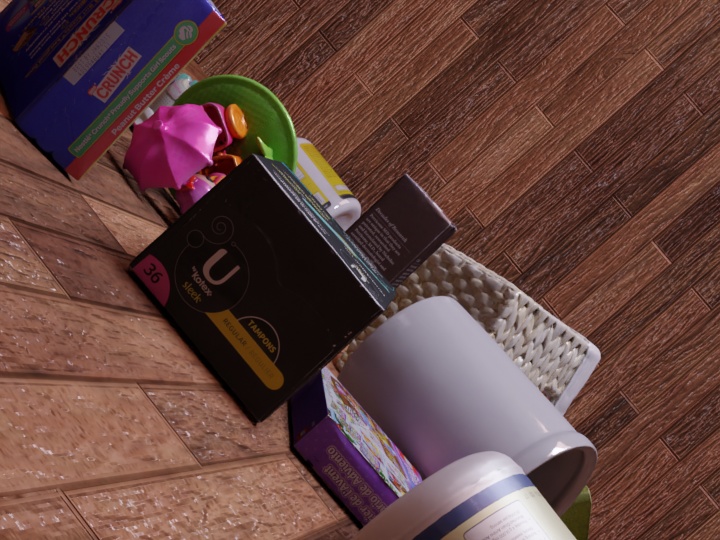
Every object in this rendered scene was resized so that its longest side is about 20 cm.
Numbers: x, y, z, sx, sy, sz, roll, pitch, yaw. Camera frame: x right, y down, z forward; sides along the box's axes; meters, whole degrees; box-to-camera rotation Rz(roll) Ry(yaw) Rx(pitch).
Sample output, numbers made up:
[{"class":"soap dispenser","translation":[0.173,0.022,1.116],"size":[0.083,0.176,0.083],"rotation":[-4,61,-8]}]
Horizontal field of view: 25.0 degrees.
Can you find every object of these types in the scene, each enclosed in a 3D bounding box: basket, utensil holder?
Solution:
[{"class":"basket","translation":[0.115,0.101,1.773],"size":[0.160,0.199,0.200],"rotation":[35,-1,-40]},{"class":"utensil holder","translation":[0.090,0.149,1.490],"size":[0.200,0.170,0.170],"rotation":[48,3,26]}]

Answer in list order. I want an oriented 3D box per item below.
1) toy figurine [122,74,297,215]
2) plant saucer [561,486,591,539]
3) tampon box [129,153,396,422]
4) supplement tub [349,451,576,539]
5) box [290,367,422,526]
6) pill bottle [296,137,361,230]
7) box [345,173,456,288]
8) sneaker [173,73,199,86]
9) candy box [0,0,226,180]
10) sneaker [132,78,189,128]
[{"class":"toy figurine","translation":[-0.150,-0.085,1.533],"size":[0.184,0.148,0.203],"rotation":[-18,92,-72]},{"class":"plant saucer","translation":[0.184,0.265,1.825],"size":[0.200,0.047,0.202],"rotation":[-126,-151,-48]},{"class":"tampon box","translation":[-0.069,0.009,1.246],"size":[0.150,0.126,0.200],"rotation":[49,4,1]},{"class":"supplement tub","translation":[0.078,0.210,0.829],"size":[0.201,0.145,0.145],"rotation":[51,4,18]},{"class":"box","translation":[0.001,0.154,1.311],"size":[0.137,0.039,0.200],"rotation":[49,3,-9]},{"class":"pill bottle","translation":[-0.096,-0.136,2.558],"size":[0.201,0.112,0.112],"rotation":[52,4,22]},{"class":"box","translation":[0.000,0.000,1.602],"size":[0.075,0.200,0.100],"rotation":[49,4,5]},{"class":"sneaker","translation":[-0.225,-0.188,1.929],"size":[0.198,0.088,0.075],"rotation":[25,-13,18]},{"class":"candy box","translation":[-0.205,-0.190,1.275],"size":[0.077,0.169,0.200],"rotation":[42,7,-32]},{"class":"sneaker","translation":[-0.165,-0.144,1.812],"size":[0.082,0.088,0.200],"rotation":[52,11,35]}]
